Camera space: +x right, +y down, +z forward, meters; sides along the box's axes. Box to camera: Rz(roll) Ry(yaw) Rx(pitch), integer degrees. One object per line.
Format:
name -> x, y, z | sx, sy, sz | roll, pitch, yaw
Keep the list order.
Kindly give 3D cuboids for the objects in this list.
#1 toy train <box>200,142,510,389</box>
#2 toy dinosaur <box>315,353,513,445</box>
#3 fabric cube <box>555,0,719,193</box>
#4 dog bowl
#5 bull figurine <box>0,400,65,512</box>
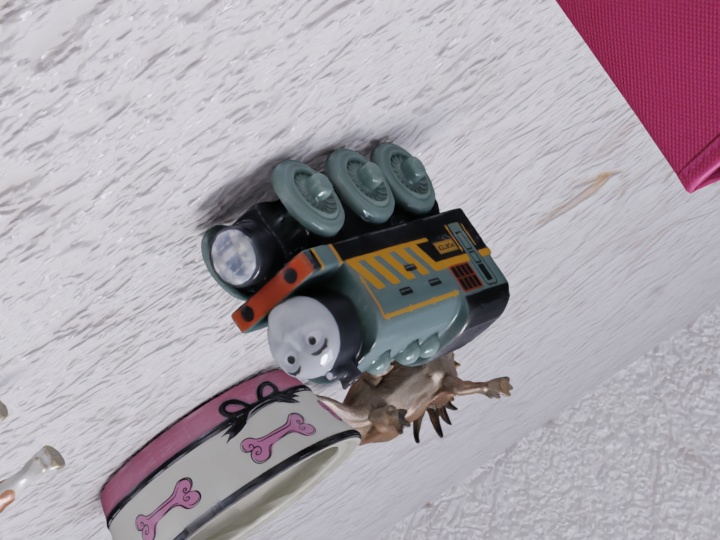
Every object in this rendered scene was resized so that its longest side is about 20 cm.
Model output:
toy train -> 0.000, 0.000, 1.139 | 0.085, 0.114, 0.200 | -41, 168, 27
toy dinosaur -> 0.027, 0.101, 1.738 | 0.199, 0.086, 0.135 | -21, 170, -32
fabric cube -> 0.145, -0.177, 0.618 | 0.199, 0.200, 0.196 | -24, 163, -44
dog bowl -> -0.100, 0.148, 1.563 | 0.199, 0.074, 0.200 | -35, 169, -7
bull figurine -> -0.226, 0.120, 1.098 | 0.121, 0.065, 0.200 | -43, 169, 16
